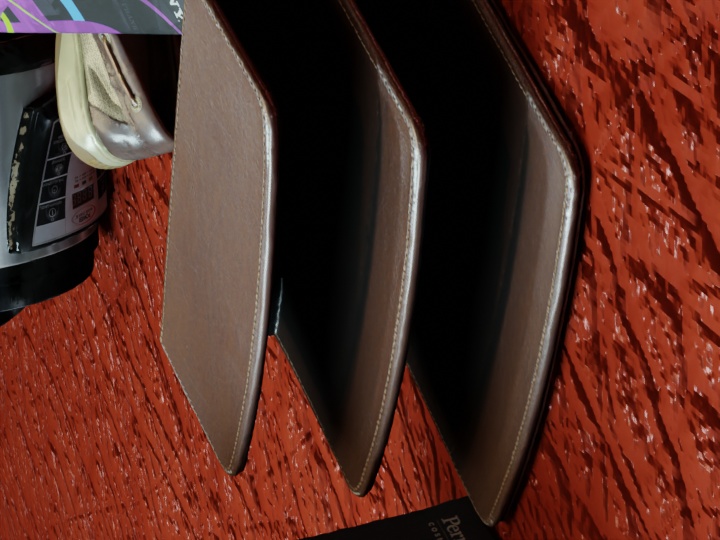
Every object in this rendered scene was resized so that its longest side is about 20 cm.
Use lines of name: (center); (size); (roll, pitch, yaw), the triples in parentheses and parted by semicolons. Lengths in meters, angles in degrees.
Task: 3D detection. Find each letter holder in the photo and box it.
letter holder: (0.000, 0.000, 0.896); (0.201, 0.100, 0.143); (99, 151, -47)

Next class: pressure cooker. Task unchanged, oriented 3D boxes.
pressure cooker: (-0.242, -0.055, 1.475); (0.179, 0.174, 0.202); (-137, 42, -66)

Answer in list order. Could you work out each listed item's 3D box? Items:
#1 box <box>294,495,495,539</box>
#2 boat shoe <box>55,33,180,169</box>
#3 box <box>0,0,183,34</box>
box: (-0.007, 0.202, 0.904); (0.200, 0.181, 0.105); (-121, 26, -47)
boat shoe: (-0.118, -0.154, 1.236); (0.072, 0.072, 0.202); (-7, 87, 42)
box: (-0.158, -0.179, 1.159); (0.199, 0.036, 0.144); (4, 129, 40)
